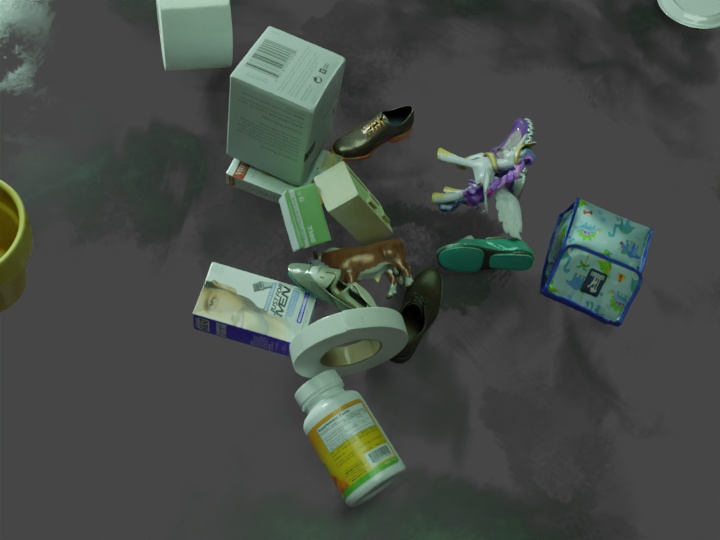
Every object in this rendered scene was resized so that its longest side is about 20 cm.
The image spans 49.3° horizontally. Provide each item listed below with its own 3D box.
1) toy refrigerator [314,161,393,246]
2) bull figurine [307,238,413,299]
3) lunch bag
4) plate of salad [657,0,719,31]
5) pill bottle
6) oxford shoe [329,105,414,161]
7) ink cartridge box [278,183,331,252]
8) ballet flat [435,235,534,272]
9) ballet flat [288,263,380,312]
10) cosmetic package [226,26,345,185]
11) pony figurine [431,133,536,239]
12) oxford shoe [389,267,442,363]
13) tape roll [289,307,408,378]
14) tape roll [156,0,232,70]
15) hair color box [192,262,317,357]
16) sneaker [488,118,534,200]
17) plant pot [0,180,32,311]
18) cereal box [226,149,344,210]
[{"bbox_3d":[-0.006,-0.117,1.432,0.069,0.200,0.077,-28,65,10],"label":"toy refrigerator"},{"bbox_3d":[0.000,0.000,1.452,0.198,0.065,0.123,-16,71,-12],"label":"bull figurine"},{"bbox_3d":[0.448,-0.012,1.511,0.168,0.128,0.202,23,73,1],"label":"lunch bag"},{"bbox_3d":[0.847,-0.675,1.986,0.197,0.048,0.202,-1,59,1],"label":"plate of salad"},{"bbox_3d":[-0.024,0.267,1.272,0.110,0.111,0.201,-26,68,-22],"label":"pill bottle"},{"bbox_3d":[0.024,-0.288,1.609,0.199,0.073,0.072,-30,70,-23],"label":"oxford shoe"},{"bbox_3d":[-0.098,-0.093,1.392,0.059,0.200,0.105,-16,92,-10],"label":"ink cartridge box"},{"bbox_3d":[0.236,-0.035,1.521,0.197,0.068,0.071,2,37,-9],"label":"ballet flat"},{"bbox_3d":[-0.036,0.033,1.365,0.199,0.064,0.067,38,32,10],"label":"ballet flat"},{"bbox_3d":[-0.142,-0.305,1.472,0.163,0.201,0.166,23,55,5],"label":"cosmetic package"},{"bbox_3d":[0.241,-0.167,1.521,0.198,0.166,0.195,-4,66,33],"label":"pony figurine"},{"bbox_3d":[0.108,0.068,1.422,0.072,0.085,0.201,21,58,4],"label":"oxford shoe"},{"bbox_3d":[-0.019,0.122,1.300,0.200,0.203,0.037,-9,62,-14],"label":"tape roll"},{"bbox_3d":[-0.341,-0.514,1.597,0.137,0.203,0.205,-6,62,-14],"label":"tape roll"},{"bbox_3d":[-0.184,0.070,1.381,0.198,0.065,0.110,15,60,0],"label":"hair color box"},{"bbox_3d":[0.307,-0.241,1.635,0.087,0.081,0.202,12,61,6],"label":"sneaker"},{"bbox_3d":[-0.630,-0.024,1.280,0.198,0.189,0.203,4,60,-7],"label":"plant pot"},{"bbox_3d":[-0.147,-0.198,1.548,0.198,0.040,0.145,21,58,2],"label":"cereal box"}]
